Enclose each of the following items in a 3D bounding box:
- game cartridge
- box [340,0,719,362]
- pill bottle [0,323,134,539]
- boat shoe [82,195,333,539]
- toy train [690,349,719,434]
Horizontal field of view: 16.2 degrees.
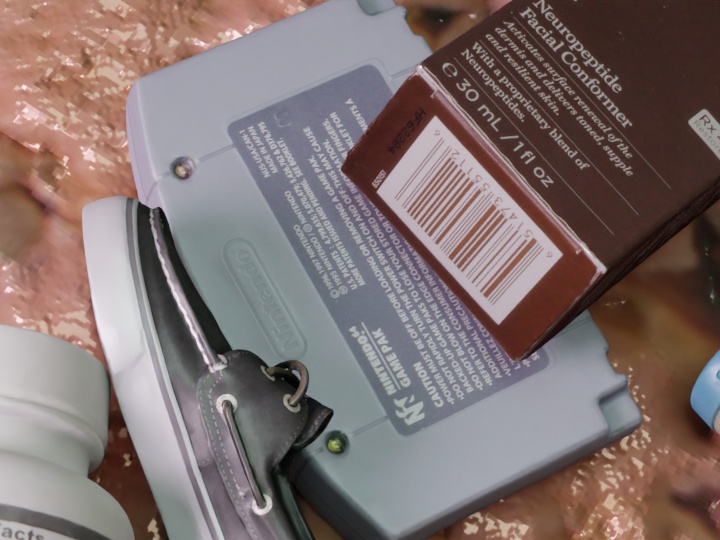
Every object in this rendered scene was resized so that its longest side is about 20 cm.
[{"bbox_3d":[0.000,0.000,0.936,0.133,0.041,0.200,-23,74,-24],"label":"game cartridge"},{"bbox_3d":[0.099,-0.063,0.940,0.100,0.075,0.200,47,50,7],"label":"box"},{"bbox_3d":[-0.131,0.123,0.811,0.110,0.111,0.201,9,65,-9],"label":"pill bottle"},{"bbox_3d":[-0.039,0.064,0.863,0.066,0.070,0.201,-19,81,2],"label":"boat shoe"},{"bbox_3d":[0.229,0.040,0.952,0.200,0.085,0.116,-31,63,-23],"label":"toy train"}]
